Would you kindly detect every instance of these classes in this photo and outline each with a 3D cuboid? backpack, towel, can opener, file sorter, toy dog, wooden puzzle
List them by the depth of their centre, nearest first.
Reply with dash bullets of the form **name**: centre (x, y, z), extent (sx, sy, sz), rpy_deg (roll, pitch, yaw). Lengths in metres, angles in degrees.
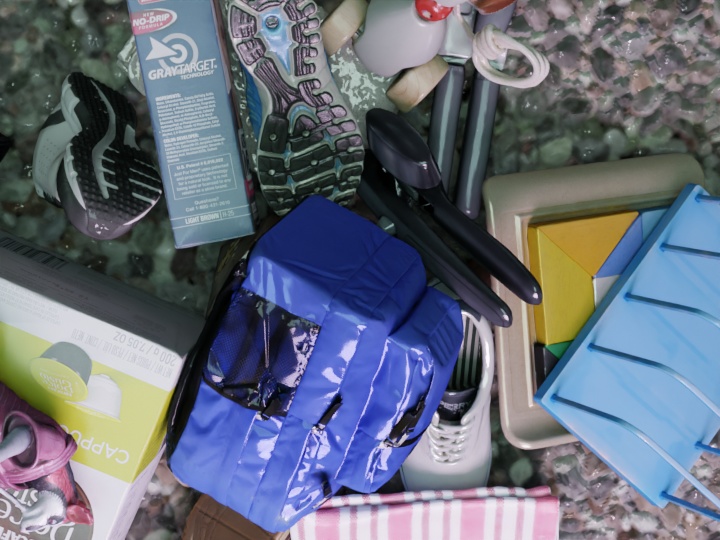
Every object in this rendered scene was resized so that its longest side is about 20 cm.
- **backpack**: centre (-0.036, 0.081, 1.226), extent (0.168, 0.163, 0.200), rpy_deg (32, 114, 10)
- **toy dog**: centre (0.054, -0.193, 1.263), extent (0.132, 0.200, 0.096), rpy_deg (50, 56, -26)
- **can opener**: centre (0.053, -0.029, 1.270), extent (0.063, 0.079, 0.200), rpy_deg (-36, 57, -2)
- **file sorter**: centre (0.254, 0.062, 1.277), extent (0.139, 0.123, 0.200), rpy_deg (41, 79, -23)
- **wooden puzzle**: centre (0.183, 0.021, 1.324), extent (0.185, 0.037, 0.200), rpy_deg (-8, 94, -22)
- **can opener**: centre (0.078, -0.136, 1.331), extent (0.053, 0.066, 0.200), rpy_deg (9, 101, 0)
- **towel**: centre (0.048, 0.220, 1.340), extent (0.200, 0.030, 0.146), rpy_deg (-3, 132, 0)
- **towel**: centre (-0.071, -0.148, 1.343), extent (0.200, 0.034, 0.133), rpy_deg (33, 96, -3)

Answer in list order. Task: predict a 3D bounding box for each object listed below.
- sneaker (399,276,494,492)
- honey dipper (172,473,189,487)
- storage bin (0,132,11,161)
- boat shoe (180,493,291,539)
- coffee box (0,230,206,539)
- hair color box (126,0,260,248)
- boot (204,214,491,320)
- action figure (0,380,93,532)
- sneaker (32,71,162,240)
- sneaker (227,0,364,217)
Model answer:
- **sneaker**: centre (0.060, 0.103, 1.299), extent (0.073, 0.071, 0.200), rpy_deg (0, 110, 4)
- **honey dipper**: centre (-0.053, 0.108, 1.340), extent (0.200, 0.038, 0.038), rpy_deg (-25, 95, 19)
- **storage bin**: centre (-0.355, -0.039, 1.304), extent (0.094, 0.135, 0.200), rpy_deg (37, 95, -3)
- **boat shoe**: centre (-0.095, 0.217, 1.364), extent (0.072, 0.072, 0.200), rpy_deg (38, 99, 25)
- **coffee box**: centre (-0.240, 0.099, 1.285), extent (0.200, 0.200, 0.198), rpy_deg (23, 95, -1)
- **hair color box**: centre (-0.119, -0.121, 1.279), extent (0.060, 0.100, 0.200), rpy_deg (-11, 96, -1)
- **boot**: centre (0.000, 0.000, 1.345), extent (0.200, 0.064, 0.186), rpy_deg (31, 95, 0)
- **action figure**: centre (-0.244, 0.094, 1.153), extent (0.200, 0.134, 0.149), rpy_deg (41, 52, -15)
- **sneaker**: centre (-0.194, -0.066, 1.282), extent (0.074, 0.200, 0.080), rpy_deg (28, 109, -23)
- **sneaker**: centre (-0.047, -0.130, 1.292), extent (0.078, 0.090, 0.200), rpy_deg (-11, 116, -3)
